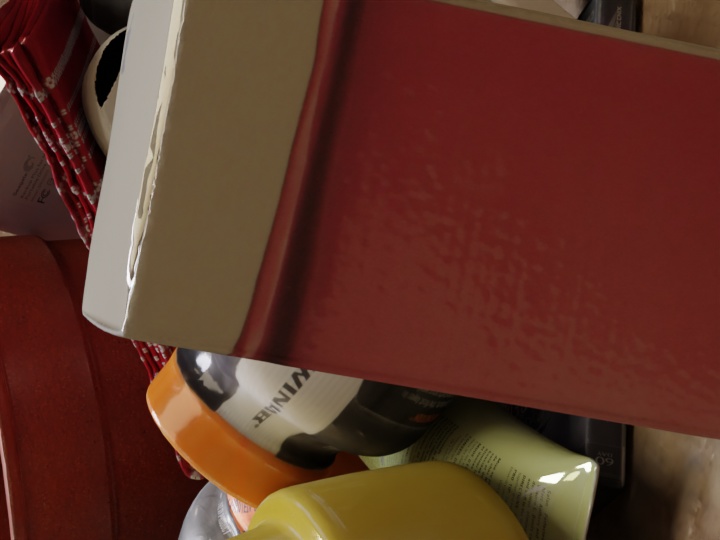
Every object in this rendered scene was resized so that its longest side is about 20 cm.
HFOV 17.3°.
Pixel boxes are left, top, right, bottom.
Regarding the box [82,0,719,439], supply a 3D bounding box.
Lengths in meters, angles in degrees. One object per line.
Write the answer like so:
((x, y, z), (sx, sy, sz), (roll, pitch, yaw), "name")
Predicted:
((0.028, -0.019, 0.695), (0.128, 0.200, 0.109), (-171, 91, -79), "box")

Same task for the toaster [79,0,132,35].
((-0.017, -0.163, 0.954), (0.181, 0.200, 0.119), (-62, -6, -22), "toaster")

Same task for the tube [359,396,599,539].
((0.044, 0.079, 0.852), (0.058, 0.052, 0.200), (58, 174, -18), "tube")

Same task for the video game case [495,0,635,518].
((0.073, 0.011, 0.913), (0.143, 0.019, 0.200), (122, 156, -62), "video game case")

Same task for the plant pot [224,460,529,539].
((-0.042, 0.175, 0.778), (0.201, 0.189, 0.201), (172, 90, -71), "plant pot")

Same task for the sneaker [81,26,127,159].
((-0.053, -0.022, 0.978), (0.146, 0.200, 0.081), (-9, 52, 60), "sneaker")

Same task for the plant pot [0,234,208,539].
((-0.097, 0.062, 1.162), (0.201, 0.195, 0.201), (170, 90, -72), "plant pot")

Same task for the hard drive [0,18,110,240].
((-0.121, -0.071, 1.194), (0.026, 0.200, 0.132), (37, 102, 33), "hard drive")

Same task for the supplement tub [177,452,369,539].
((-0.029, 0.162, 1.016), (0.123, 0.122, 0.200), (-96, 20, -53), "supplement tub")

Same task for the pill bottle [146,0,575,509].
((0.010, -0.008, 0.838), (0.200, 0.106, 0.106), (-51, 20, 13), "pill bottle")

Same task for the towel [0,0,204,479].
((-0.096, -0.024, 0.962), (0.145, 0.022, 0.200), (-93, -19, -71), "towel")
